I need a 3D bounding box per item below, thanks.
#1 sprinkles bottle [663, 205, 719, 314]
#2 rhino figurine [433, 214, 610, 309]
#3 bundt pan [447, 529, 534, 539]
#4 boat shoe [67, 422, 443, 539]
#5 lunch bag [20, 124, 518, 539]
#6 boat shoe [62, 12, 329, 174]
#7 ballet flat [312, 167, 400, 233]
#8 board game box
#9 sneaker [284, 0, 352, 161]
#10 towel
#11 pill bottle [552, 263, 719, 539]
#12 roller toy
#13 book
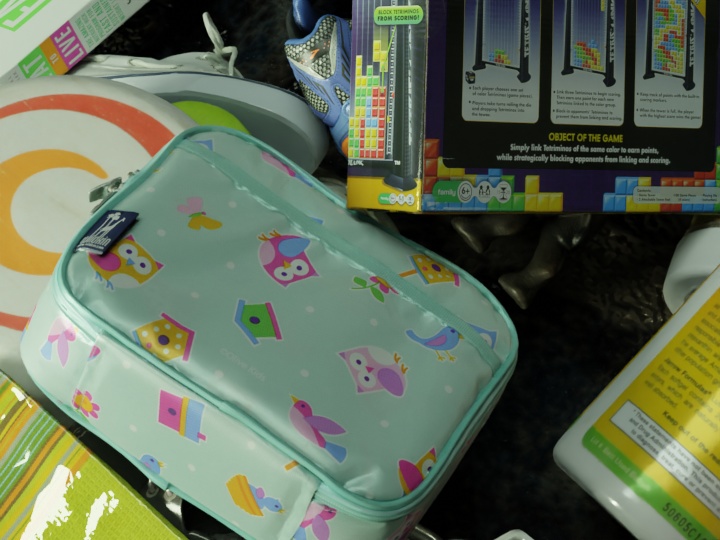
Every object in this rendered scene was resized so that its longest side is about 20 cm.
[{"bbox_3d":[0.214,-0.059,1.204,0.068,0.068,0.201,14,60,19],"label":"sprinkles bottle"},{"bbox_3d":[0.064,-0.066,1.239,0.087,0.060,0.200,-40,42,-1],"label":"rhino figurine"},{"bbox_3d":[0.060,0.214,0.974,0.201,0.076,0.203,-8,63,17],"label":"bundt pan"},{"bbox_3d":[-0.045,0.106,1.070,0.199,0.057,0.067,22,63,6],"label":"boat shoe"},{"bbox_3d":[-0.038,0.028,1.046,0.200,0.077,0.160,35,48,6],"label":"lunch bag"},{"bbox_3d":[-0.091,-0.094,1.279,0.201,0.075,0.086,2,46,36],"label":"boat shoe"},{"bbox_3d":[0.000,0.000,1.209,0.067,0.062,0.200,-32,56,-10],"label":"ballet flat"},{"bbox_3d":[0.086,-0.108,1.101,0.057,0.199,0.166,3,93,50],"label":"board game box"},{"bbox_3d":[0.002,-0.131,1.244,0.075,0.078,0.200,-36,19,16],"label":"sneaker"},{"bbox_3d":[-0.125,0.130,1.061,0.200,0.018,0.086,40,107,13],"label":"towel"},{"bbox_3d":[0.192,0.048,1.079,0.200,0.111,0.111,-47,59,0],"label":"pill bottle"},{"bbox_3d":[-0.147,0.010,1.182,0.199,0.140,0.183,-1,58,-2],"label":"roller toy"},{"bbox_3d":[-0.161,-0.169,1.340,0.200,0.048,0.133,-44,37,-23],"label":"book"}]
